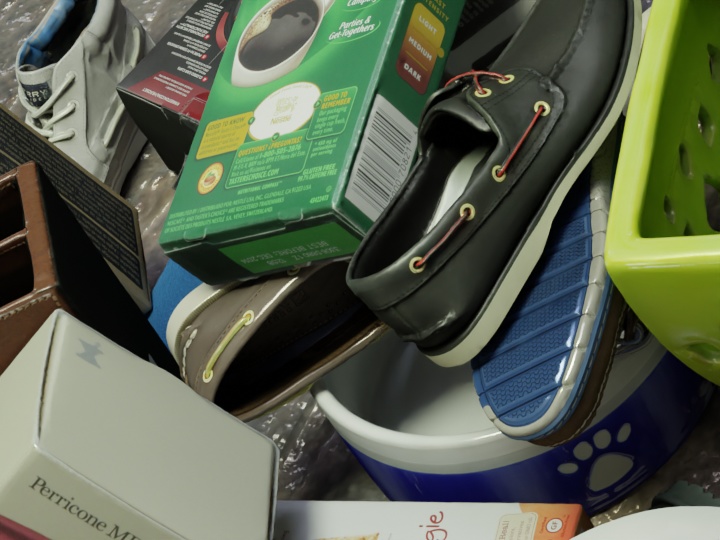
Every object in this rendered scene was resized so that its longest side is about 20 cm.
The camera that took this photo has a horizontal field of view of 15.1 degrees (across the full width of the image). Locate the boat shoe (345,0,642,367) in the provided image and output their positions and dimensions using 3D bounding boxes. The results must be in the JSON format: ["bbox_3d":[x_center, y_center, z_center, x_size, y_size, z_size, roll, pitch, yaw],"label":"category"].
[{"bbox_3d":[0.062,-0.058,1.183,0.074,0.063,0.202,-7,49,58],"label":"boat shoe"}]

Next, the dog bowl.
[{"bbox_3d":[0.073,0.026,1.313,0.199,0.079,0.201,-17,44,17],"label":"dog bowl"}]

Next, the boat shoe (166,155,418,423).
[{"bbox_3d":[0.000,0.000,1.269,0.199,0.072,0.060,-34,39,6],"label":"boat shoe"}]

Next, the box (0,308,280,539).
[{"bbox_3d":[-0.145,0.142,1.229,0.200,0.127,0.109,-49,20,26],"label":"box"}]

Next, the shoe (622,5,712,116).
[{"bbox_3d":[0.185,-0.145,1.314,0.053,0.070,0.200,35,73,23],"label":"shoe"}]

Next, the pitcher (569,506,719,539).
[{"bbox_3d":[0.166,0.179,1.022,0.198,0.121,0.173,5,73,5],"label":"pitcher"}]

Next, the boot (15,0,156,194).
[{"bbox_3d":[-0.176,-0.075,1.542,0.073,0.096,0.201,-2,50,29],"label":"boot"}]

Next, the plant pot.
[{"bbox_3d":[0.237,-0.029,1.191,0.198,0.182,0.201,-5,48,26],"label":"plant pot"}]

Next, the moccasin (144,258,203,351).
[{"bbox_3d":[-0.040,-0.006,1.401,0.200,0.068,0.081,-45,38,28],"label":"moccasin"}]

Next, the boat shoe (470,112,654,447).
[{"bbox_3d":[0.102,0.002,1.198,0.072,0.072,0.201,-22,40,36],"label":"boat shoe"}]

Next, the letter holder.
[{"bbox_3d":[-0.166,0.073,1.316,0.141,0.200,0.101,-26,39,7],"label":"letter holder"}]

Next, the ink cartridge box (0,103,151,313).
[{"bbox_3d":[-0.235,0.004,1.425,0.199,0.165,0.075,-31,48,19],"label":"ink cartridge box"}]

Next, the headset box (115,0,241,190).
[{"bbox_3d":[-0.027,-0.113,1.505,0.148,0.075,0.200,24,66,43],"label":"headset box"}]

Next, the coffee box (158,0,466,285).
[{"bbox_3d":[-0.013,-0.095,1.263,0.122,0.044,0.201,-11,52,43],"label":"coffee box"}]

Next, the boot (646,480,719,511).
[{"bbox_3d":[0.131,0.195,1.126,0.162,0.074,0.198,-36,48,-8],"label":"boot"}]

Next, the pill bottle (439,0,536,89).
[{"bbox_3d":[0.079,-0.163,1.347,0.200,0.116,0.117,-33,33,41],"label":"pill bottle"}]

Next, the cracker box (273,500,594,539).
[{"bbox_3d":[0.005,0.174,1.232,0.199,0.058,0.135,-3,50,30],"label":"cracker box"}]
